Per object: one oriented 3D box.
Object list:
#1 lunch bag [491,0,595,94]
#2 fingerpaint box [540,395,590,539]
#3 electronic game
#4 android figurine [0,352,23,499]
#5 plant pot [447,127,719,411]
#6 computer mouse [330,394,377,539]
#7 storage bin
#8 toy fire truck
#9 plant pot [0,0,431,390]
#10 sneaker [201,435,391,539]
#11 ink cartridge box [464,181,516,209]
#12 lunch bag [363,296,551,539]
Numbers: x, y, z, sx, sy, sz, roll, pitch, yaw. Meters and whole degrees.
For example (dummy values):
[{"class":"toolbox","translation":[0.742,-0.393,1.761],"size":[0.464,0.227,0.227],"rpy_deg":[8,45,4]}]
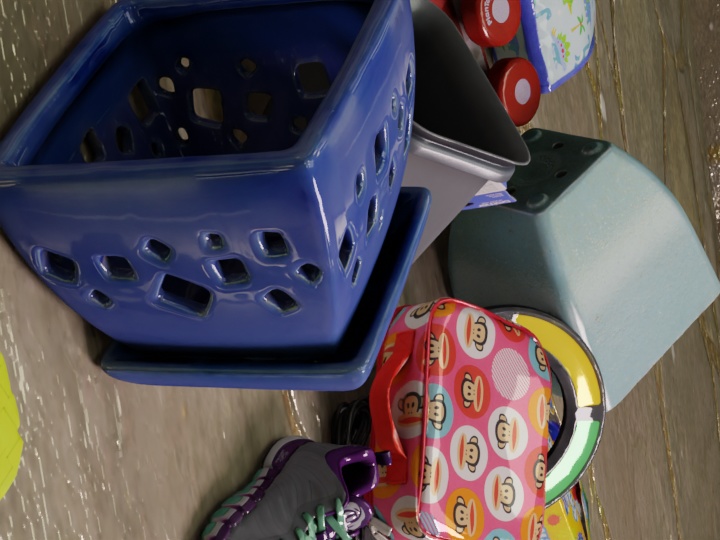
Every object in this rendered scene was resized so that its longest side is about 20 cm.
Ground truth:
[{"class":"lunch bag","translation":[0.200,-0.313,1.511],"size":[0.201,0.126,0.172],"rpy_deg":[-71,147,-61]},{"class":"fingerpaint box","translation":[0.177,0.212,1.338],"size":[0.167,0.072,0.202],"rpy_deg":[-75,146,-63]},{"class":"electronic game","translation":[0.127,0.130,1.183],"size":[0.042,0.197,0.203],"rpy_deg":[-138,-147,-72]},{"class":"android figurine","translation":[-0.217,0.086,0.580],"size":[0.201,0.040,0.183],"rpy_deg":[-69,144,-45]},{"class":"plant pot","translation":[0.200,-0.022,1.285],"size":[0.195,0.195,0.202],"rpy_deg":[-41,124,-23]},{"class":"computer mouse","translation":[0.022,0.188,1.093],"size":[0.199,0.046,0.142],"rpy_deg":[37,55,-44]},{"class":"storage bin","translation":[0.017,-0.100,0.945],"size":[0.144,0.135,0.201],"rpy_deg":[14,38,-36]},{"class":"toy fire truck","translation":[0.072,-0.180,1.240],"size":[0.167,0.111,0.202],"rpy_deg":[-38,121,-35]},{"class":"plant pot","translation":[-0.069,-0.042,0.770],"size":[0.201,0.197,0.182],"rpy_deg":[-69,151,-46]},{"class":"sneaker","translation":[-0.044,0.175,0.889],"size":[0.201,0.086,0.075],"rpy_deg":[-59,136,-54]},{"class":"ink cartridge box","translation":[0.048,-0.095,1.122],"size":[0.200,0.118,0.043],"rpy_deg":[34,52,-59]},{"class":"lunch bag","translation":[0.072,0.128,1.059],"size":[0.175,0.081,0.203],"rpy_deg":[23,66,-39]}]
